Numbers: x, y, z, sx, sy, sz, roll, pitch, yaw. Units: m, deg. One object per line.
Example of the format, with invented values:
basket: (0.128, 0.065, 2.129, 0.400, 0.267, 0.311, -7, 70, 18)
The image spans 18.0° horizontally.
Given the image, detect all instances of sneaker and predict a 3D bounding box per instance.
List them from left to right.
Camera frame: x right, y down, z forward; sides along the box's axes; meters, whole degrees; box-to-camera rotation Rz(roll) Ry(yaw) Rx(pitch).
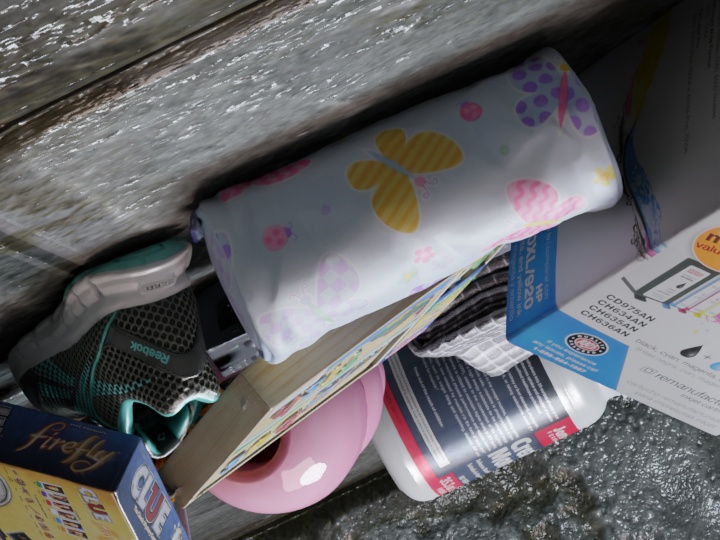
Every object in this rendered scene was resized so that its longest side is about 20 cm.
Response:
sneaker: (-0.123, 0.057, 1.160, 0.077, 0.092, 0.200, -20, 170, -23)

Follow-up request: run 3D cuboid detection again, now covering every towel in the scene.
towel: (0.124, 0.000, 1.532, 0.199, 0.086, 0.165, -28, 170, 18)

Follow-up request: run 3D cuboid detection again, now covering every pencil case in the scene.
pencil case: (0.023, -0.030, 1.071, 0.199, 0.083, 0.091, -25, 158, -3)

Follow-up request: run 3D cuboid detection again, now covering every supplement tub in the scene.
supplement tub: (0.099, 0.075, 1.723, 0.199, 0.141, 0.140, -26, 171, 7)

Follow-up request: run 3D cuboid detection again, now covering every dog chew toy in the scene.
dog chew toy: (-0.041, 0.083, 1.478, 0.124, 0.125, 0.200, -28, 178, 21)

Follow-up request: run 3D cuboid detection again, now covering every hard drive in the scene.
hard drive: (0.000, 0.000, 1.324, 0.199, 0.043, 0.135, -24, 171, -3)

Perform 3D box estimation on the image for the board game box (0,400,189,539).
board game box: (-0.156, 0.138, 1.205, 0.135, 0.035, 0.200, 13, 148, 20)

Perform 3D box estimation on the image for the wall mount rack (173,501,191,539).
wall mount rack: (-0.151, 0.150, 1.553, 0.199, 0.075, 0.174, -30, -162, 29)

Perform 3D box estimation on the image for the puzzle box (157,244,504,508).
puzzle box: (-0.011, 0.042, 1.201, 0.200, 0.025, 0.133, -35, 172, -35)

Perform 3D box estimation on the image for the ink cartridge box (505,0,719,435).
ink cartridge box: (0.191, -0.036, 1.129, 0.147, 0.145, 0.200, 24, 145, -24)

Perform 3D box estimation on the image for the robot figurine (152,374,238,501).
robot figurine: (-0.138, 0.119, 1.336, 0.145, 0.058, 0.200, -49, -174, -38)
